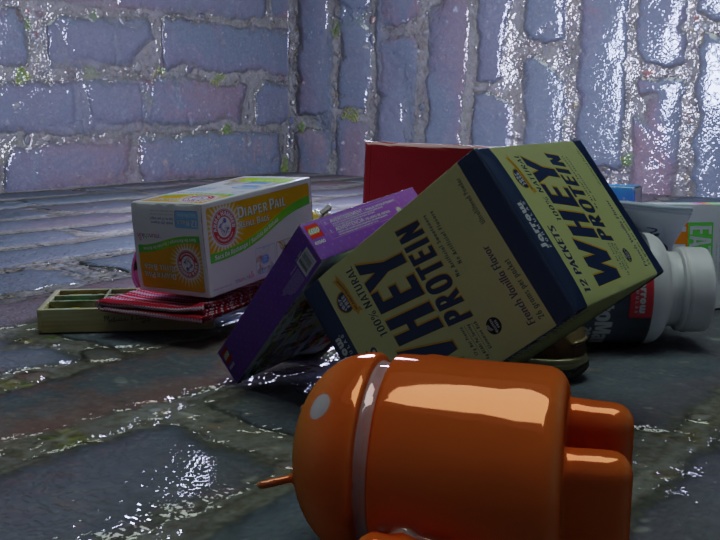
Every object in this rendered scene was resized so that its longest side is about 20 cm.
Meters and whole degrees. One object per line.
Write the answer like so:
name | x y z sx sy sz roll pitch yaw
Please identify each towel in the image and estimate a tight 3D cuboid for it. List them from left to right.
towel | -0.189 0.025 1.133 0.142 0.023 0.200 4 11 22

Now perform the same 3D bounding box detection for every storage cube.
storage cube | 0.087 -0.031 1.072 0.176 0.204 0.171 2 -6 0

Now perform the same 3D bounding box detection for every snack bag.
snack bag | 0.269 -0.015 1.129 0.185 0.201 0.022 6 52 -5

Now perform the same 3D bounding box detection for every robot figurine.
robot figurine | 0.047 0.106 0.537 0.196 0.146 0.117 3 -20 16

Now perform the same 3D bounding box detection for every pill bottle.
pill bottle | 0.272 0.018 1.059 0.196 0.122 0.120 0 9 2

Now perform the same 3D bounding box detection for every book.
book | 0.376 -0.020 1.248 0.196 0.136 0.048 -2 10 -10

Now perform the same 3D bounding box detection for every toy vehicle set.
toy vehicle set | -0.270 0.045 1.159 0.196 0.027 0.124 -1 10 -8

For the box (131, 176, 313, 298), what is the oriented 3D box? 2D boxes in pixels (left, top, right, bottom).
box | -0.153 -0.044 1.134 0.111 0.103 0.199 5 15 34

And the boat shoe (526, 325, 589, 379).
boat shoe | 0.122 0.058 0.952 0.196 0.075 0.076 3 9 13

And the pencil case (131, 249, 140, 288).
pencil case | -0.236 -0.021 1.355 0.089 0.095 0.200 2 9 12

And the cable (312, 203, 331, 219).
cable | -0.112 -0.011 1.301 0.198 0.098 0.050 -29 59 -20

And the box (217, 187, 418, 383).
box | -0.034 0.015 0.875 0.136 0.039 0.200 -21 -22 -41

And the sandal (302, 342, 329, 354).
sandal | -0.061 0.049 1.073 0.081 0.051 0.203 0 9 -3

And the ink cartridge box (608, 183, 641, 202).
ink cartridge box | 0.292 -0.051 1.395 0.197 0.148 0.084 4 9 23

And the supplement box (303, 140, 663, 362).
supplement box | 0.101 0.009 0.790 0.199 0.135 0.199 -39 -14 33
